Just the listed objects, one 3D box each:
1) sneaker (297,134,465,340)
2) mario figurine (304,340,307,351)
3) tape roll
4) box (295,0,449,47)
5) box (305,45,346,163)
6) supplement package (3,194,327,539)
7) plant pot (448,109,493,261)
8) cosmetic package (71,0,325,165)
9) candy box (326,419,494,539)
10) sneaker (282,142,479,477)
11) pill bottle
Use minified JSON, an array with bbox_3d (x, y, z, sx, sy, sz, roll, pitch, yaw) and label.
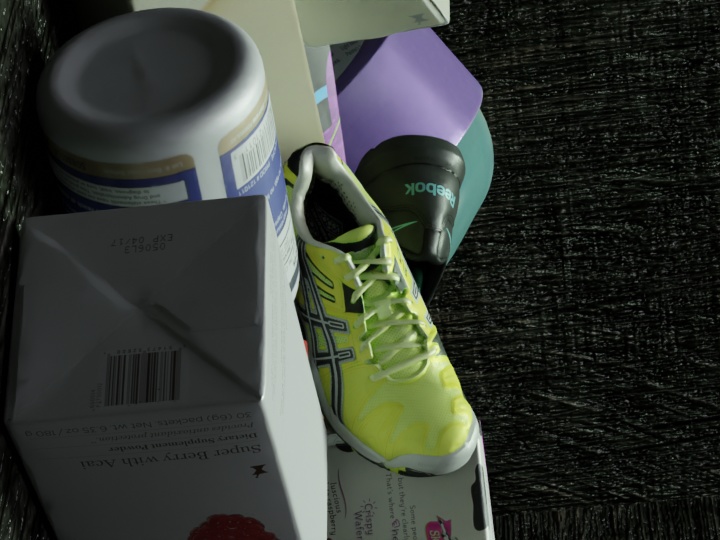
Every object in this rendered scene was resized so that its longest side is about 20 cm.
[{"bbox_3d":[0.000,0.000,1.395,0.200,0.075,0.080,126,-34,-54],"label":"sneaker"},{"bbox_3d":[-0.055,0.076,1.562,0.200,0.105,0.124,90,15,-63],"label":"mario figurine"},{"bbox_3d":[-0.019,-0.087,1.606,0.085,0.200,0.200,46,17,-15],"label":"tape roll"},{"bbox_3d":[-0.002,-0.239,1.385,0.078,0.094,0.201,44,42,-60],"label":"box"},{"bbox_3d":[-0.075,-0.077,1.437,0.036,0.143,0.201,21,-52,48],"label":"box"},{"bbox_3d":[-0.087,0.076,1.151,0.200,0.120,0.120,77,9,-52],"label":"supplement package"},{"bbox_3d":[-0.010,-0.053,1.849,0.161,0.199,0.201,-67,154,-51],"label":"plant pot"},{"bbox_3d":[-0.089,-0.114,1.320,0.073,0.103,0.201,35,-31,41],"label":"cosmetic package"},{"bbox_3d":[-0.024,0.161,1.317,0.061,0.199,0.137,-39,123,-84],"label":"candy box"},{"bbox_3d":[-0.001,0.022,1.277,0.201,0.075,0.077,58,-19,23],"label":"sneaker"},{"bbox_3d":[-0.093,-0.024,1.228,0.116,0.115,0.201,-90,173,-50],"label":"pill bottle"}]
